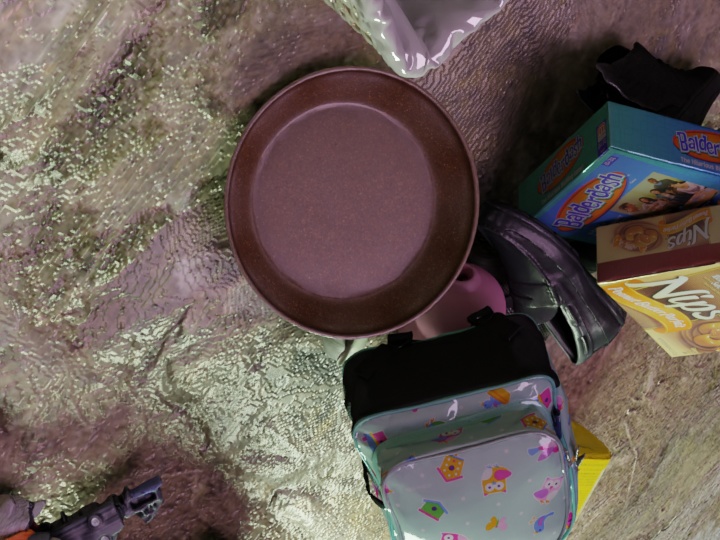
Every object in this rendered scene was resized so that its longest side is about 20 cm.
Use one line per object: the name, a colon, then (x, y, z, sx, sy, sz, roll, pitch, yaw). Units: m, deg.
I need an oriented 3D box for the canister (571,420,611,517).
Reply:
canister: (0.158, 0.250, 1.466, 0.147, 0.086, 0.202, 11, 112, -44)

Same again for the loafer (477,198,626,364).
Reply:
loafer: (0.154, 0.013, 1.201, 0.071, 0.068, 0.200, -53, 130, -5)

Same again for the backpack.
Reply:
backpack: (0.088, 0.154, 1.131, 0.174, 0.154, 0.201, -16, 133, 3)

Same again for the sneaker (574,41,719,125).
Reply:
sneaker: (0.250, -0.161, 1.235, 0.060, 0.104, 0.200, -43, -176, 35)

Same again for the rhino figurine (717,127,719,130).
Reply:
rhino figurine: (0.297, -0.101, 1.310, 0.198, 0.087, 0.060, -9, 127, -34)

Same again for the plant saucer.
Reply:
plant saucer: (-0.008, -0.051, 1.079, 0.198, 0.037, 0.203, -1, 95, -16)

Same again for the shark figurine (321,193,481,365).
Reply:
shark figurine: (0.006, -0.011, 1.150, 0.215, 0.089, 0.128, -55, 172, 20)

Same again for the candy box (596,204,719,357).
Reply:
candy box: (0.291, 0.014, 1.238, 0.114, 0.056, 0.200, -11, 153, 27)

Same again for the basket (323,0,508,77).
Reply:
basket: (0.029, -0.272, 0.901, 0.200, 0.161, 0.199, -41, 138, -8)

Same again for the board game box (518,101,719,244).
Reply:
board game box: (0.252, -0.065, 1.193, 0.198, 0.046, 0.152, 11, 153, -20)

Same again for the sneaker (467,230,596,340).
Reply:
sneaker: (0.180, -0.005, 1.300, 0.197, 0.076, 0.115, -21, 134, -22)

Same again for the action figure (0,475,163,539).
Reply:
action figure: (-0.220, 0.246, 1.103, 0.199, 0.105, 0.195, -34, 102, -8)

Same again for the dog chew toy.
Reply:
dog chew toy: (0.082, 0.076, 1.233, 0.123, 0.125, 0.202, -23, 137, -24)
